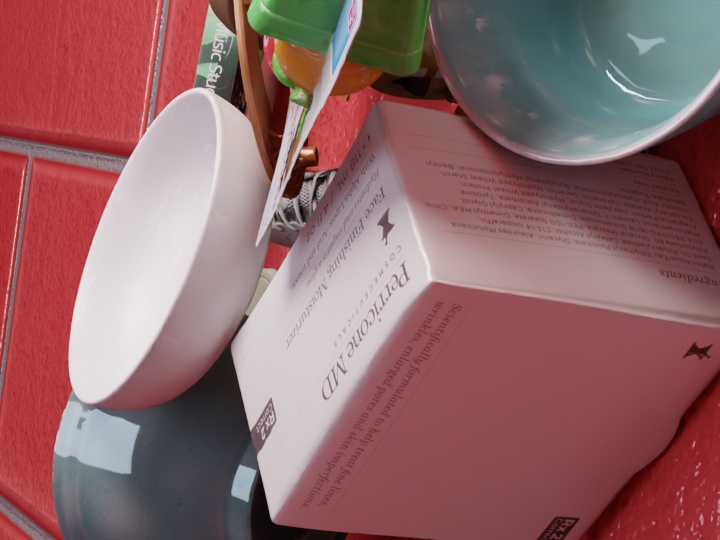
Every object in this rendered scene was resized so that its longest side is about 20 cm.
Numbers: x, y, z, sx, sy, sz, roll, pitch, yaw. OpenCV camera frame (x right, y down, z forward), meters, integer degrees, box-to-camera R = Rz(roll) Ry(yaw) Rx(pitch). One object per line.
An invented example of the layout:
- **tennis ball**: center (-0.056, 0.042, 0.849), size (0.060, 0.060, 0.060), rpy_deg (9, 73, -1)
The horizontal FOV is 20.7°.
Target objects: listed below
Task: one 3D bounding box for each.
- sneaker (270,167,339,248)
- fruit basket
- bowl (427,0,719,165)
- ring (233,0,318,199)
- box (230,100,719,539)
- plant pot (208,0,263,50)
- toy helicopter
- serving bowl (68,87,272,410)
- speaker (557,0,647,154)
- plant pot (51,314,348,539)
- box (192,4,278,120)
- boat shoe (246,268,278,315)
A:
- **sneaker**: center (-0.053, -0.043, 1.424), size (0.200, 0.115, 0.075), rpy_deg (-9, 76, 64)
- **fruit basket**: center (-0.020, -0.138, 1.011), size (0.200, 0.094, 0.186), rpy_deg (127, 159, -54)
- **bowl**: center (0.143, -0.149, 1.013), size (0.201, 0.105, 0.201), rpy_deg (-3, 85, 39)
- **ring**: center (-0.046, -0.142, 1.163), size (0.200, 0.019, 0.201), rpy_deg (-4, -90, -82)
- **box**: center (0.064, 0.037, 1.060), size (0.199, 0.200, 0.131), rpy_deg (-58, 35, 37)
- **plant pot**: center (0.001, -0.215, 1.312), size (0.093, 0.201, 0.201), rpy_deg (42, 127, 24)
- **toy helicopter**: center (0.026, -0.133, 1.187), size (0.200, 0.132, 0.079), rpy_deg (24, -111, -74)
- **serving bowl**: center (-0.104, -0.006, 1.182), size (0.200, 0.066, 0.200), rpy_deg (-48, 31, 42)
- **speaker**: center (0.119, -0.155, 1.136), size (0.081, 0.081, 0.200), rpy_deg (-33, 54, 58)
- **plant pot**: center (-0.081, 0.127, 1.279), size (0.134, 0.200, 0.201), rpy_deg (15, 99, 35)
- **box**: center (-0.098, -0.140, 1.553), size (0.144, 0.036, 0.200), rpy_deg (-34, -45, -76)
- **boat shoe**: center (-0.014, 0.079, 1.381), size (0.072, 0.068, 0.200), rpy_deg (-50, 55, 35)
